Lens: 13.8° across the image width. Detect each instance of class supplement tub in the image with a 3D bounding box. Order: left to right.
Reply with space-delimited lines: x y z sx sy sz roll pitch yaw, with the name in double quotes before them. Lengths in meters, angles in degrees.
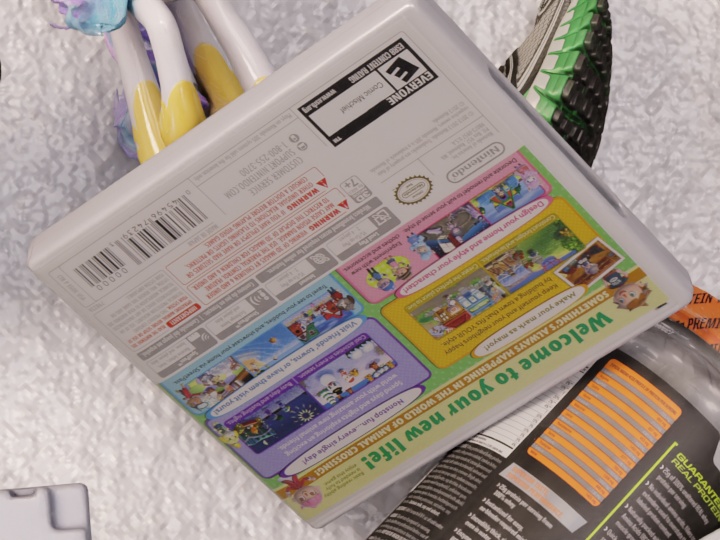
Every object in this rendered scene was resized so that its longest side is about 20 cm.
"supplement tub" 0.092 0.105 1.247 0.200 0.123 0.123 -45 95 -15

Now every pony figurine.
"pony figurine" -0.091 -0.138 1.214 0.166 0.193 0.201 -25 108 -13

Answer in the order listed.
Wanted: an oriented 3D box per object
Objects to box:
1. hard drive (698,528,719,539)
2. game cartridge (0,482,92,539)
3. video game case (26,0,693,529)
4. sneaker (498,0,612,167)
"hard drive" 0.152 0.159 1.231 0.199 0.027 0.133 -22 132 -37
"game cartridge" -0.195 0.153 1.107 0.199 0.040 0.134 -4 80 -3
"video game case" 0.000 0.000 1.184 0.200 0.022 0.182 -33 120 23
"sneaker" 0.047 -0.054 1.280 0.085 0.078 0.200 24 62 21
